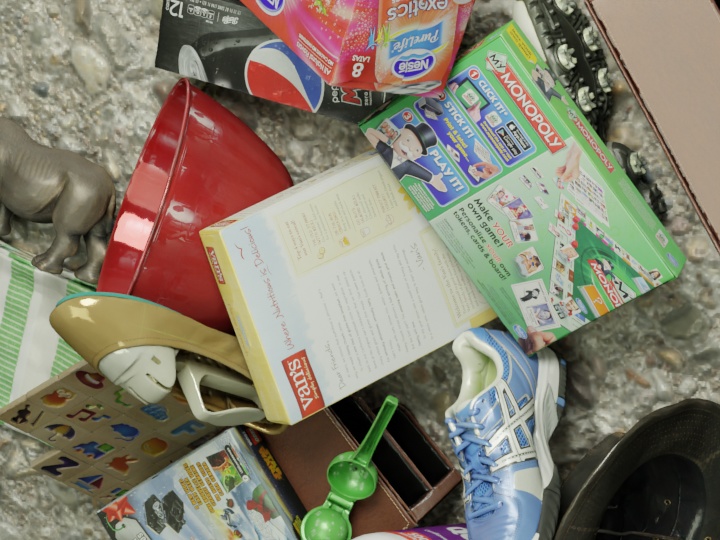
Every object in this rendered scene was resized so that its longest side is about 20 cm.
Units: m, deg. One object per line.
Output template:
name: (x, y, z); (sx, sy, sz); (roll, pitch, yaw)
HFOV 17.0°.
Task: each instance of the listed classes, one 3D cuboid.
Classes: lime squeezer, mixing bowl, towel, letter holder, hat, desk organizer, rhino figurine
lime squeezer: (-0.014, 0.170, 1.662); (0.037, 0.071, 0.201); (23, 103, -15)
mixing bowl: (-0.109, -0.025, 1.706); (0.108, 0.201, 0.201); (19, 115, -12)
towel: (-0.259, 0.058, 1.868); (0.199, 0.023, 0.154); (21, 113, 15)
letter holder: (-0.052, 0.169, 1.777); (0.200, 0.100, 0.142); (-41, 87, 27)
hat: (0.185, 0.170, 1.672); (0.081, 0.199, 0.202); (36, 123, 50)
desk organizer: (0.233, -0.114, 1.590); (0.077, 0.072, 0.201); (-27, 95, 24)
rhino figurine: (-0.270, -0.068, 1.812); (0.199, 0.060, 0.088); (26, 100, 15)

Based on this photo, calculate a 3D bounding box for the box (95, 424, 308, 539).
box: (-0.084, 0.225, 1.728); (0.136, 0.040, 0.201); (-31, 89, 26)

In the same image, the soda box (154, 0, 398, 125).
soda box: (-0.040, -0.154, 1.687); (0.199, 0.071, 0.064); (17, 114, 16)

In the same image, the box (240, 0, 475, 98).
box: (-0.014, -0.203, 1.593); (0.200, 0.095, 0.100); (47, 126, 47)

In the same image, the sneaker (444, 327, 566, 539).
sneaker: (0.089, 0.128, 1.638); (0.077, 0.201, 0.076); (27, 137, -27)

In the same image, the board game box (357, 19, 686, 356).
board game box: (0.108, -0.052, 1.610); (0.134, 0.029, 0.201); (-30, 102, 34)

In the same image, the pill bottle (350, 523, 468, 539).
pill bottle: (0.066, 0.234, 1.684); (0.112, 0.199, 0.114); (0, 89, 39)

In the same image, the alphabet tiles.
alphabet tiles: (-0.164, 0.122, 1.778); (0.167, 0.008, 0.200); (-29, 138, 29)

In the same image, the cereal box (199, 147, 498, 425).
cereal box: (0.000, 0.000, 1.655); (0.039, 0.199, 0.145); (3, 116, 61)

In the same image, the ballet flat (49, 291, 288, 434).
ballet flat: (-0.120, 0.066, 1.629); (0.069, 0.199, 0.063); (-37, 49, 39)

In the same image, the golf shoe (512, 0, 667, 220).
golf shoe: (0.133, -0.098, 1.634); (0.088, 0.077, 0.201); (-16, 99, 31)
